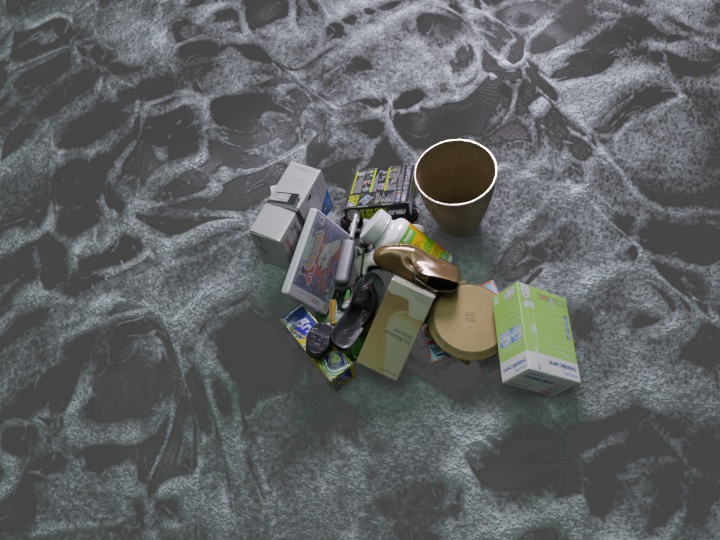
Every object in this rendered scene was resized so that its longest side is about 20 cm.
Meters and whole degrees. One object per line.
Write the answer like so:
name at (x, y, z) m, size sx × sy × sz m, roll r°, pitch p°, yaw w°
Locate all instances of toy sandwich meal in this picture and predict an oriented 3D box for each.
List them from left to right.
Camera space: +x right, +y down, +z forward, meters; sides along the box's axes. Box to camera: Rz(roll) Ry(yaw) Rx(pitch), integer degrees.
toy sandwich meal at (0.232, 0.115, 1.634) m, size 0.204 × 0.070 × 0.206 m, roll 0°, pitch 61°, yaw 0°

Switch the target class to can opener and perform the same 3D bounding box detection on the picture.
can opener at (-0.011, -0.043, 1.703) m, size 0.066 × 0.053 × 0.201 m, roll 7°, pitch 57°, yaw 6°

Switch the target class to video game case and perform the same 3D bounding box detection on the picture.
video game case at (-0.095, -0.016, 1.689) m, size 0.023 × 0.182 × 0.201 m, roll 12°, pitch 78°, yaw 30°

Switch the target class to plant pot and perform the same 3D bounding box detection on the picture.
plant pot at (0.228, -0.172, 1.743) m, size 0.186 × 0.200 × 0.188 m, roll -5°, pitch 59°, yaw 8°

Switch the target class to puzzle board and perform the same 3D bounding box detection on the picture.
puzzle board at (0.233, 0.112, 1.680) m, size 0.199 × 0.017 × 0.151 m, roll -18°, pitch 58°, yaw 0°

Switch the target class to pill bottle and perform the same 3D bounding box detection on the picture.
pill bottle at (0.101, -0.048, 1.694) m, size 0.200 × 0.111 × 0.111 m, roll 37°, pitch 67°, yaw -10°

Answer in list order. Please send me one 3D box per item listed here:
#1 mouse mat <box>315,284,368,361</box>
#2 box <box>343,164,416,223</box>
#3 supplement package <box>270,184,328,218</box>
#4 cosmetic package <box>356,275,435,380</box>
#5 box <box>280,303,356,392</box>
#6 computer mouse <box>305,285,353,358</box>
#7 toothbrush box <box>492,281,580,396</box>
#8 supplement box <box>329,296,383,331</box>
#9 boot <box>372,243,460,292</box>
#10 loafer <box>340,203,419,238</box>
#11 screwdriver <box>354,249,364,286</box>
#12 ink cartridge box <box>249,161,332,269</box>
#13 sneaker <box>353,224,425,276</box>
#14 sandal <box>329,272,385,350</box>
mouse mat at (-0.028, 0.120, 1.732) m, size 0.160 × 0.008 × 0.201 m, roll -6°, pitch 59°, yaw 7°
box at (0.052, -0.191, 1.831) m, size 0.159 × 0.044 × 0.200 m, roll -5°, pitch 34°, yaw 12°
supplement package at (-0.140, -0.112, 1.826) m, size 0.121 × 0.120 × 0.201 m, roll -15°, pitch 57°, yaw 3°
cosmetic package at (0.077, 0.123, 1.603) m, size 0.105 × 0.071 × 0.201 m, roll 23°, pitch 99°, yaw 6°
box at (-0.096, 0.171, 1.668) m, size 0.064 × 0.070 × 0.200 m, roll -37°, pitch 62°, yaw -13°
computer mouse at (-0.065, 0.114, 1.644) m, size 0.058 × 0.034 × 0.200 m, roll 21°, pitch 57°, yaw 15°
toothbrush box at (0.365, 0.144, 1.553) m, size 0.145 × 0.086 × 0.201 m, roll 17°, pitch 53°, yaw -28°
supplement box at (0.031, 0.100, 1.689) m, size 0.199 × 0.067 × 0.069 m, roll -2°, pitch 63°, yaw 12°
boot at (0.122, -0.005, 1.610) m, size 0.199 × 0.074 × 0.076 m, roll 16°, pitch 23°, yaw 0°
loafer at (0.047, -0.129, 1.833) m, size 0.199 × 0.063 × 0.072 m, roll -15°, pitch 57°, yaw 2°
screwdriver at (0.000, 0.000, 1.678) m, size 0.028 × 0.200 × 0.029 m, roll -24°, pitch 60°, yaw -15°
ink cartridge box at (-0.153, -0.119, 1.676) m, size 0.084 × 0.145 × 0.201 m, roll 20°, pitch 67°, yaw 20°
sneaker at (0.069, -0.044, 1.780) m, size 0.199 × 0.075 × 0.081 m, roll -26°, pitch 65°, yaw 4°
sandal at (0.002, 0.085, 1.621) m, size 0.075 × 0.048 × 0.201 m, roll 29°, pitch 61°, yaw -1°
